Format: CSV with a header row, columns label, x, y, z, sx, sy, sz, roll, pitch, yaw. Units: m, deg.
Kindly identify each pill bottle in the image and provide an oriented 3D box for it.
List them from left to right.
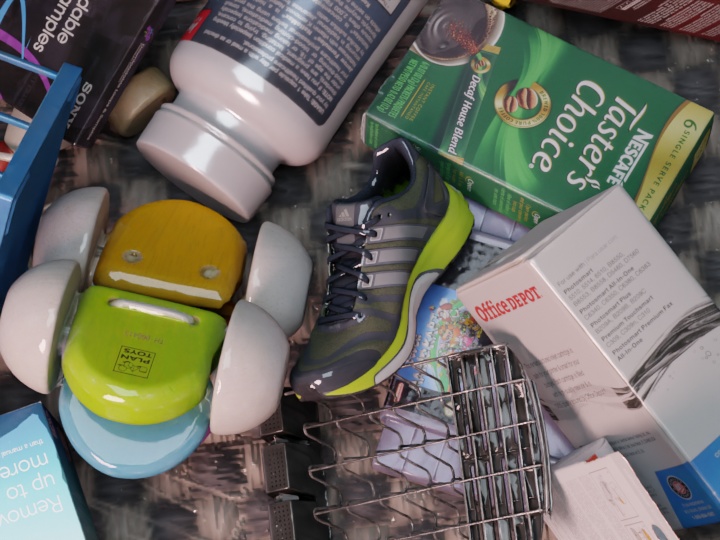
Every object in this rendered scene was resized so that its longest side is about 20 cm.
label,x,y,z,sx,sy,sz,roll,pitch,yaw
pill bottle,-0.054,-0.138,1.739,0.120,0.120,0.200,32,79,11

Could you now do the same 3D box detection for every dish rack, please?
label,x,y,z,sx,sy,sz,roll,pitch,yaw
dish rack,0.029,0.128,1.660,0.200,0.055,0.153,-14,74,25

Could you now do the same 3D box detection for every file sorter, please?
label,x,y,z,sx,sy,sz,roll,pitch,yaw
file sorter,-0.268,-0.032,1.651,0.123,0.200,0.139,21,40,-2

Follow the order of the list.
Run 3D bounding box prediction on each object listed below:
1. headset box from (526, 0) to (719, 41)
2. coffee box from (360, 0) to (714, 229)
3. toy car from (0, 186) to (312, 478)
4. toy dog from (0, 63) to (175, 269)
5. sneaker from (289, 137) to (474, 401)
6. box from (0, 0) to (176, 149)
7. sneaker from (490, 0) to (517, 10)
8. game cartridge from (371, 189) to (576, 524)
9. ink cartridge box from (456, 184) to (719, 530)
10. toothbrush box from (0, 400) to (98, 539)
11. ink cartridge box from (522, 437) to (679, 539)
label,x,y,z,sx,sy,sz,roll,pitch,yaw
headset box,0.207,-0.237,1.741,0.200,0.075,0.149,10,75,-23
coffee box,0.116,-0.093,1.740,0.200,0.044,0.123,28,65,13
toy car,-0.130,0.049,1.671,0.175,0.150,0.200,13,35,1
toy dog,-0.212,-0.101,1.751,0.132,0.096,0.200,27,78,10
sneaker,0.000,0.000,1.670,0.074,0.081,0.200,-8,40,36
box,-0.220,-0.189,1.704,0.200,0.036,0.143,32,98,11
sneaker,0.076,-0.218,1.778,0.200,0.070,0.090,1,72,2
game cartridge,0.094,0.051,1.726,0.130,0.038,0.200,17,77,3
ink cartridge box,0.166,0.057,1.632,0.084,0.146,0.200,-38,93,-18
toothbrush box,-0.232,0.204,1.678,0.146,0.085,0.200,-19,76,-2
ink cartridge box,0.183,0.173,1.586,0.057,0.200,0.163,-34,88,-20
